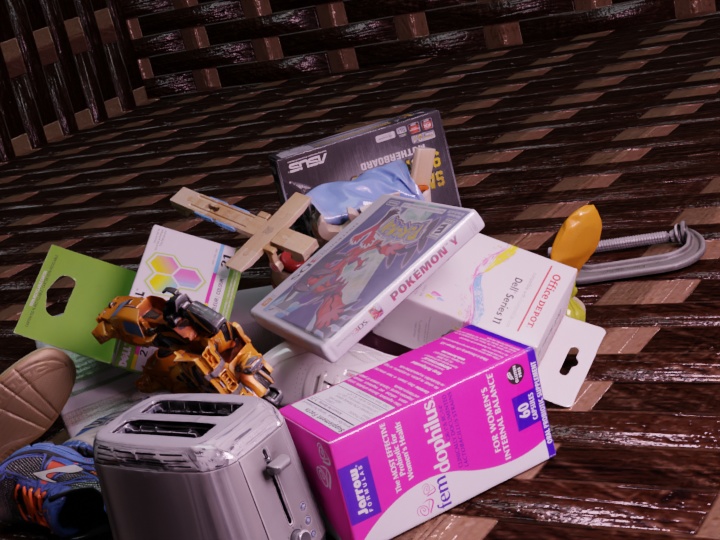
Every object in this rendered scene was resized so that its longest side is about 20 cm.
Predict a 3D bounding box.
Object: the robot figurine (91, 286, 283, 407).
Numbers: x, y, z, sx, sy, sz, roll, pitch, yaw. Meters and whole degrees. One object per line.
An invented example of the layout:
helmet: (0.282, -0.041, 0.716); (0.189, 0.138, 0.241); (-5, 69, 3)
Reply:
robot figurine: (-0.154, 0.079, 1.164); (0.199, 0.145, 0.058); (7, 49, 51)

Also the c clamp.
c clamp: (0.304, -0.026, 1.506); (0.198, 0.027, 0.171); (-6, 18, 27)

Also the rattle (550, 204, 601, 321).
rattle: (0.163, -0.014, 1.364); (0.129, 0.144, 0.200); (-8, 18, -9)

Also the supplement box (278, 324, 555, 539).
supplement box: (0.047, 0.133, 1.065); (0.199, 0.102, 0.103); (-22, 19, -23)

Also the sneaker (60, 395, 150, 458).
sneaker: (-0.196, 0.149, 1.204); (0.199, 0.077, 0.085); (-12, 26, 34)

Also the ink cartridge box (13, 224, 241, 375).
ink cartridge box: (-0.230, 0.023, 1.317); (0.198, 0.076, 0.148); (17, 40, -8)

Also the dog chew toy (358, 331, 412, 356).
dog chew toy: (0.015, 0.064, 1.300); (0.199, 0.125, 0.124); (-32, 23, -29)

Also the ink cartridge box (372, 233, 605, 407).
ink cartridge box: (0.124, 0.035, 1.200); (0.199, 0.068, 0.117); (21, 47, 15)

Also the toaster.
toaster: (-0.128, 0.174, 1.029); (0.199, 0.130, 0.113); (-2, 19, 37)

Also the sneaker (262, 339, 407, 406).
sneaker: (0.000, 0.105, 1.173); (0.198, 0.076, 0.100); (5, 19, -2)

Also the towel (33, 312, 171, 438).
towel: (-0.244, 0.111, 1.342); (0.148, 0.031, 0.201); (-20, 54, -15)

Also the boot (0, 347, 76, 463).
boot: (-0.372, 0.149, 1.319); (0.201, 0.073, 0.155); (-53, 20, -5)

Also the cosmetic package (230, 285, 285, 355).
cosmetic package: (-0.124, 0.075, 1.432); (0.198, 0.091, 0.107); (-7, 21, 14)

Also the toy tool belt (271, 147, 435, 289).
toy tool belt: (-0.007, -0.057, 1.371); (0.199, 0.124, 0.125); (-23, 50, -24)

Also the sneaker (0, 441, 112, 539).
sneaker: (-0.265, 0.201, 1.159); (0.198, 0.076, 0.078); (-8, 21, 26)

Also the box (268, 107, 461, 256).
box: (0.010, -0.081, 1.475); (0.198, 0.160, 0.048); (-17, 15, -13)

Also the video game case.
video game case: (0.000, 0.000, 1.185); (0.182, 0.023, 0.200); (-42, 21, -13)

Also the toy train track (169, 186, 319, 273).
toy train track: (-0.121, -0.042, 1.352); (0.199, 0.033, 0.115); (22, 57, 36)
